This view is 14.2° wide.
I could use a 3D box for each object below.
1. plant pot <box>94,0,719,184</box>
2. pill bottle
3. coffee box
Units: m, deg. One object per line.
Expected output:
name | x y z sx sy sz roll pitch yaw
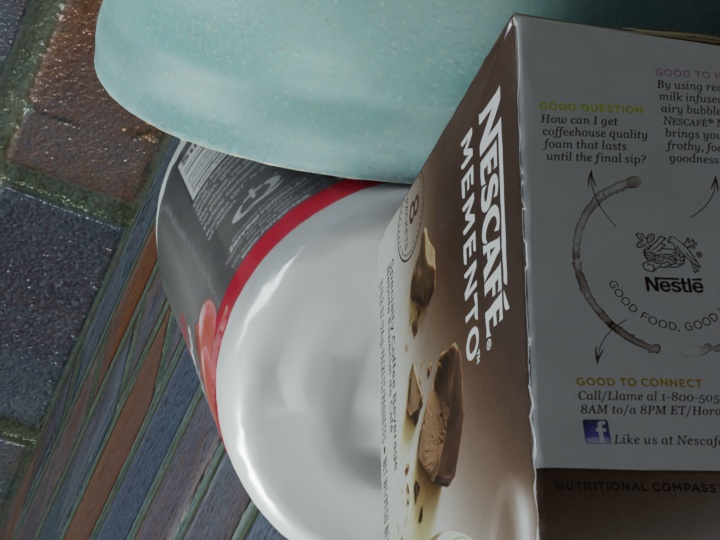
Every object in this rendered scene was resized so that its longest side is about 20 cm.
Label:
plant pot | 0.026 -0.121 0.792 0.200 0.200 0.134 -94 4 -68
pill bottle | 0.000 0.000 0.830 0.200 0.111 0.111 -120 50 -68
coffee box | 0.056 0.059 0.634 0.113 0.080 0.200 120 153 -58
